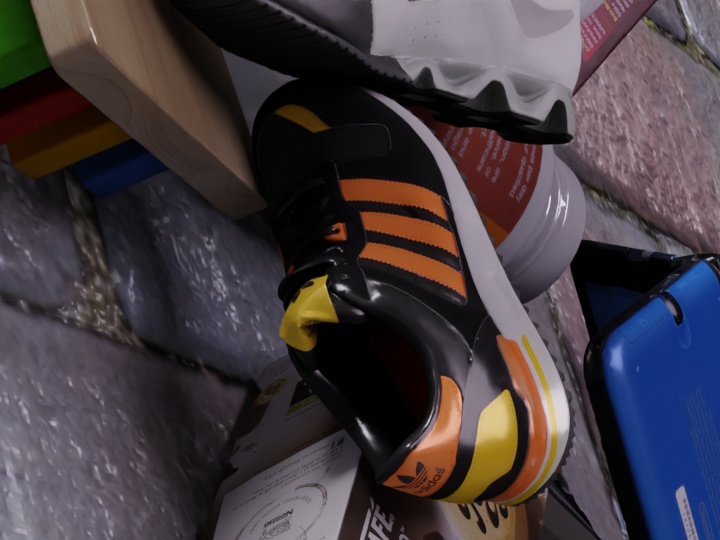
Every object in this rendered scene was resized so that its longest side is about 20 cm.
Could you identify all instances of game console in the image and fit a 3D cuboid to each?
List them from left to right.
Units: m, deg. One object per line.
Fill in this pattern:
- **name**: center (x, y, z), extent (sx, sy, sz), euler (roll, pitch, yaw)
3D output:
- **game console**: center (0.129, 0.100, 1.103), extent (0.171, 0.118, 0.200), euler (-32, 109, -50)

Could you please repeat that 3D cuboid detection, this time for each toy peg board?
- **toy peg board**: center (-0.134, -0.120, 0.912), extent (0.199, 0.098, 0.200), euler (43, 27, -70)

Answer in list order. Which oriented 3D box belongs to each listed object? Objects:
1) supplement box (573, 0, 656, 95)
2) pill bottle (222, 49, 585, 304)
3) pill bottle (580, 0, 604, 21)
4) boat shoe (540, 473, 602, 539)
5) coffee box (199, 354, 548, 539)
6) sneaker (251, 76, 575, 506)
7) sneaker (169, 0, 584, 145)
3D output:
- **supplement box**: center (0.080, -0.144, 1.249), extent (0.200, 0.061, 0.109), euler (-48, 114, -25)
- **pill bottle**: center (0.018, -0.056, 1.097), extent (0.200, 0.112, 0.112), euler (34, 36, -47)
- **pill bottle**: center (0.031, -0.179, 1.124), extent (0.112, 0.112, 0.200), euler (46, -9, -33)
- **boat shoe**: center (0.076, 0.105, 1.090), extent (0.200, 0.075, 0.093), euler (54, 30, -21)
- **coffee box**: center (0.002, 0.117, 0.922), extent (0.113, 0.080, 0.200), euler (54, 25, -19)
- **sneaker**: center (0.000, 0.000, 0.894), extent (0.090, 0.070, 0.200), euler (4, 47, -47)
- **sneaker**: center (0.010, -0.114, 0.955), extent (0.200, 0.074, 0.089), euler (14, 85, -40)
